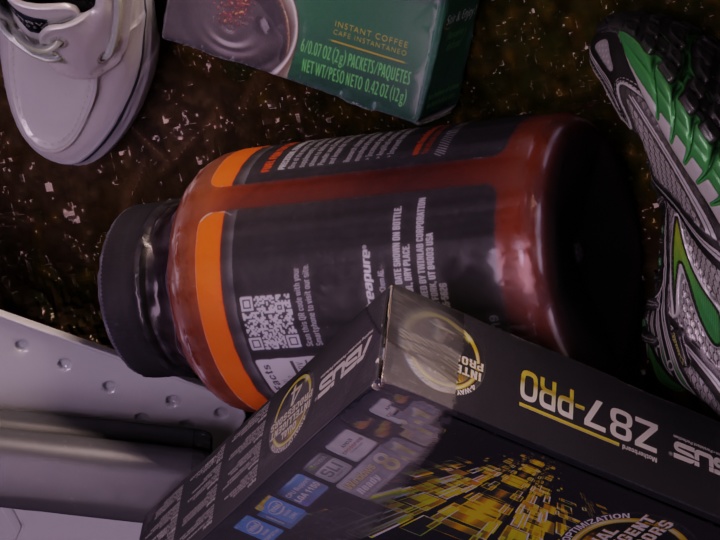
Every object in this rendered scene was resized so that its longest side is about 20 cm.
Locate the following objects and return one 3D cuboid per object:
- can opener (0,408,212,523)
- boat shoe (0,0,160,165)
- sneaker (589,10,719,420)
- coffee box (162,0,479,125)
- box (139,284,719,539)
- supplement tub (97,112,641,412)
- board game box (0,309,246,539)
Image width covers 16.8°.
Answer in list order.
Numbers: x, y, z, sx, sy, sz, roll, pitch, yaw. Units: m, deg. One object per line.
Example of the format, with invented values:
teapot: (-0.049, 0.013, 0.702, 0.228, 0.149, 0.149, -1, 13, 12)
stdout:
can opener: (-0.077, 0.094, 0.989, 0.199, 0.053, 0.067, 11, 100, -5)
boat shoe: (-0.120, -0.117, 0.962, 0.073, 0.067, 0.201, 27, 131, 17)
sneaker: (0.129, 0.000, 0.891, 0.085, 0.078, 0.201, -23, 94, 30)
coffee box: (-0.003, -0.169, 0.929, 0.123, 0.044, 0.201, 21, 112, 20)
box: (0.028, 0.096, 0.910, 0.161, 0.049, 0.200, 25, 140, -19)
supplement tub: (0.000, 0.000, 0.939, 0.199, 0.107, 0.107, -4, 102, 27)
board game box: (-0.178, 0.096, 1.039, 0.199, 0.026, 0.200, 21, 117, -18)
